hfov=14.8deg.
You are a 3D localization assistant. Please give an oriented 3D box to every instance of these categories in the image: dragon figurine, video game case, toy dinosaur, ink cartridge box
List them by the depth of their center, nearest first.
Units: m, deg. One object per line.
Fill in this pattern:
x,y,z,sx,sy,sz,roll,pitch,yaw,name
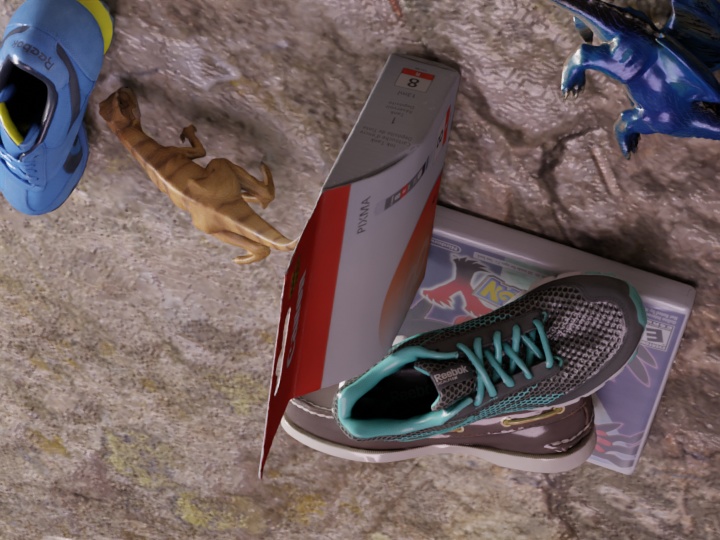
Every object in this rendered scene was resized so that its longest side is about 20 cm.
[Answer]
0.161,-0.114,1.450,0.099,0.059,0.200,-15,130,38,dragon figurine
0.000,0.000,1.531,0.050,0.201,0.163,15,133,6,ink cartridge box
-0.080,-0.037,1.607,0.200,0.061,0.106,34,-174,32,toy dinosaur
0.092,0.041,1.704,0.199,0.023,0.183,17,143,5,video game case

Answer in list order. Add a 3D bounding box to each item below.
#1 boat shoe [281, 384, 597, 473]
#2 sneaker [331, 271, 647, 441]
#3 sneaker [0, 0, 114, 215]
0.045,0.079,1.700,0.199,0.072,0.060,5,134,15,boat shoe
0.071,0.059,1.607,0.199,0.091,0.078,-23,91,19,sneaker
-0.198,-0.087,1.635,0.066,0.079,0.200,30,144,5,sneaker
